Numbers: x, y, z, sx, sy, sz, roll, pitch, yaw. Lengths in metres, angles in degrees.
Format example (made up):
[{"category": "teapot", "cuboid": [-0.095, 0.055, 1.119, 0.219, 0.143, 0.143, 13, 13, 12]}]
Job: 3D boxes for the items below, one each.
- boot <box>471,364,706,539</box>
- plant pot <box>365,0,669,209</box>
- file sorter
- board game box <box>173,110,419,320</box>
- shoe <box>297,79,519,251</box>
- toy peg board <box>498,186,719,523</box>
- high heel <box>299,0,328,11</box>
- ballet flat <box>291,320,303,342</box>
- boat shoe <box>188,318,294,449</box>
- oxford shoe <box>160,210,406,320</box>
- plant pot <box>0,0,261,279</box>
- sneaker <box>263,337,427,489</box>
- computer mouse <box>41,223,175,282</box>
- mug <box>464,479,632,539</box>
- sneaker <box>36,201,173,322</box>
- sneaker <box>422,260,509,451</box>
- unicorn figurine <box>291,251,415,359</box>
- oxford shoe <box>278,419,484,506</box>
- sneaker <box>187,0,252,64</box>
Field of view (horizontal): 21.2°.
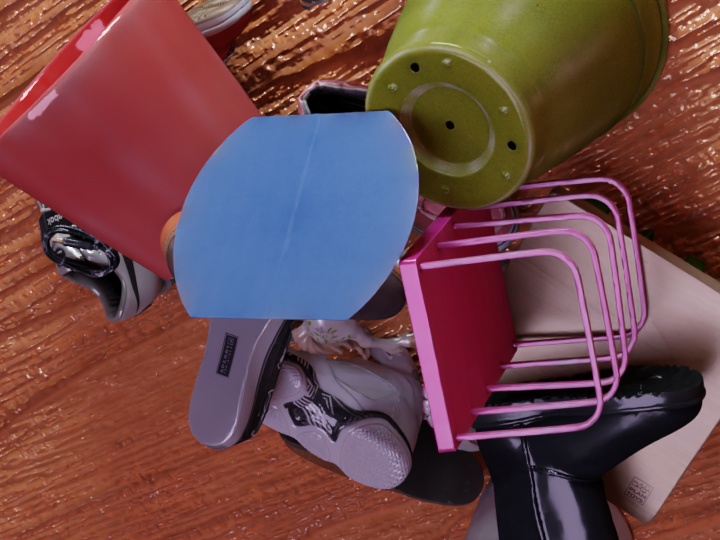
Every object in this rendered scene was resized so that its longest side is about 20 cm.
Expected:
[{"category": "boot", "cuboid": [0.184, 0.165, 1.462, 0.199, 0.076, 0.169, -10, 101, 30]}, {"category": "plant pot", "cuboid": [0.100, -0.144, 1.399, 0.200, 0.193, 0.201, 15, 128, 20]}, {"category": "file sorter", "cuboid": [0.124, 0.022, 1.368, 0.125, 0.200, 0.140, -6, 106, 19]}, {"category": "board game box", "cuboid": [-0.038, -0.032, 1.355, 0.199, 0.159, 0.039, 0, 156, 32]}, {"category": "shoe", "cuboid": [0.036, -0.082, 1.534, 0.200, 0.072, 0.091, 33, 175, 11]}, {"category": "toy peg board", "cuboid": [0.200, 0.055, 1.516, 0.200, 0.098, 0.200, 32, 117, 8]}, {"category": "high heel", "cuboid": [-0.025, -0.303, 1.437, 0.142, 0.071, 0.200, 37, 116, -6]}, {"category": "ballet flat", "cuboid": [-0.048, 0.028, 1.693, 0.200, 0.071, 0.071, -26, 106, 38]}, {"category": "boat shoe", "cuboid": [-0.088, 0.051, 1.595, 0.068, 0.057, 0.201, 24, 99, 28]}, {"category": "oxford shoe", "cuboid": [-0.053, 0.013, 1.446, 0.199, 0.073, 0.071, 11, 121, -19]}, {"category": "plant pot", "cuboid": [-0.168, -0.102, 1.500, 0.177, 0.201, 0.200, 44, 132, -14]}, {"category": "sneaker", "cuboid": [-0.026, 0.097, 1.684, 0.200, 0.115, 0.075, 36, 132, 0]}, {"category": "computer mouse", "cuboid": [-0.181, -0.014, 1.699, 0.199, 0.034, 0.059, 2, 112, -5]}, {"category": "mug", "cuboid": [0.160, 0.284, 1.681, 0.186, 0.153, 0.150, 34, 131, 5]}, {"category": "sneaker", "cuboid": [-0.254, -0.042, 1.744, 0.074, 0.089, 0.200, -31, 101, 41]}, {"category": "sneaker", "cuboid": [0.107, 0.073, 1.616, 0.088, 0.081, 0.201, 14, 127, 23]}, {"category": "unicorn figurine", "cuboid": [0.000, 0.000, 1.530, 0.137, 0.074, 0.201, 7, 120, -23]}, {"category": "oxford shoe", "cuboid": [0.021, 0.167, 1.753, 0.199, 0.072, 0.071, 20, 156, 17]}, {"category": "sneaker", "cuboid": [-0.136, -0.154, 1.609, 0.200, 0.071, 0.113, -22, 104, 46]}]
